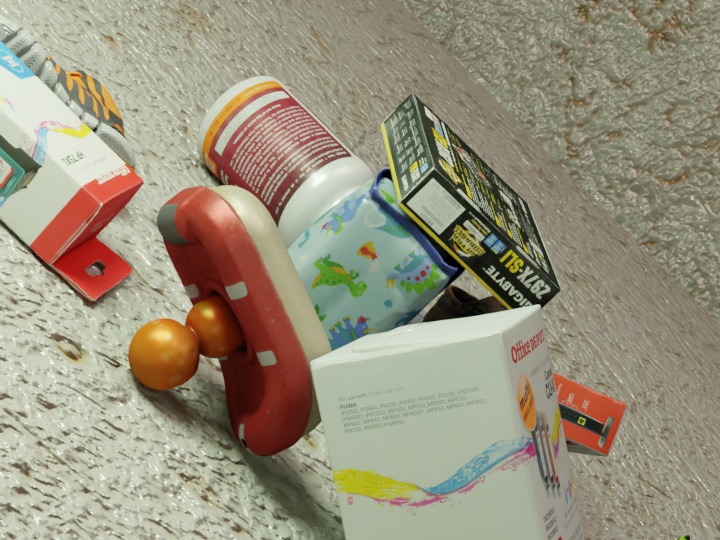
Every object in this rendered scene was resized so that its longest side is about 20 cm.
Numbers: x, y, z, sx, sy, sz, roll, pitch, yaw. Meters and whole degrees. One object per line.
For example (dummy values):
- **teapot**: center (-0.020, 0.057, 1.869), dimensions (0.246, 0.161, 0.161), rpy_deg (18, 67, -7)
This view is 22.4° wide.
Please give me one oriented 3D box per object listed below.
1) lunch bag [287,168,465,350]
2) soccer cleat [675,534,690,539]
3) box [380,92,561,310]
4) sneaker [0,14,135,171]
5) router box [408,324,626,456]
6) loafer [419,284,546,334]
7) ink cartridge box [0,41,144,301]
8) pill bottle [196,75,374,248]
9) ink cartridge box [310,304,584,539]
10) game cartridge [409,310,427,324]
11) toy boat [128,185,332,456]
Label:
- **lunch bag**: center (0.000, 0.000, 1.594), dimensions (0.127, 0.170, 0.200), rpy_deg (46, 13, -8)
- **soccer cleat**: center (0.360, 0.346, 1.767), dimensions (0.200, 0.081, 0.068), rpy_deg (45, 15, 3)
- **box**: center (0.093, -0.058, 1.581), dimensions (0.159, 0.049, 0.200), rpy_deg (41, 15, -19)
- **sneaker**: center (-0.270, -0.149, 1.508), dimensions (0.200, 0.077, 0.112), rpy_deg (49, 8, -26)
- **router box**: center (0.116, 0.105, 1.607), dimensions (0.178, 0.049, 0.200), rpy_deg (25, -8, -12)
- **loafer**: center (0.110, 0.044, 1.634), dimensions (0.072, 0.063, 0.200), rpy_deg (25, -8, -22)
- **ink cartridge box**: center (-0.241, -0.077, 1.377), dimensions (0.200, 0.067, 0.116), rpy_deg (44, 15, -2)
- **pill bottle**: center (-0.059, -0.088, 1.757), dimensions (0.200, 0.113, 0.113), rpy_deg (45, 14, 27)
- **ink cartridge box**: center (0.067, 0.138, 1.291), dimensions (0.145, 0.144, 0.202), rpy_deg (-22, 101, -72)
- **game cartridge**: center (0.044, 0.065, 1.793), dimensions (0.200, 0.042, 0.133), rpy_deg (39, 20, -19)
- **toy boat**: center (-0.107, 0.045, 1.314), dimensions (0.201, 0.130, 0.130), rpy_deg (65, -21, -9)
